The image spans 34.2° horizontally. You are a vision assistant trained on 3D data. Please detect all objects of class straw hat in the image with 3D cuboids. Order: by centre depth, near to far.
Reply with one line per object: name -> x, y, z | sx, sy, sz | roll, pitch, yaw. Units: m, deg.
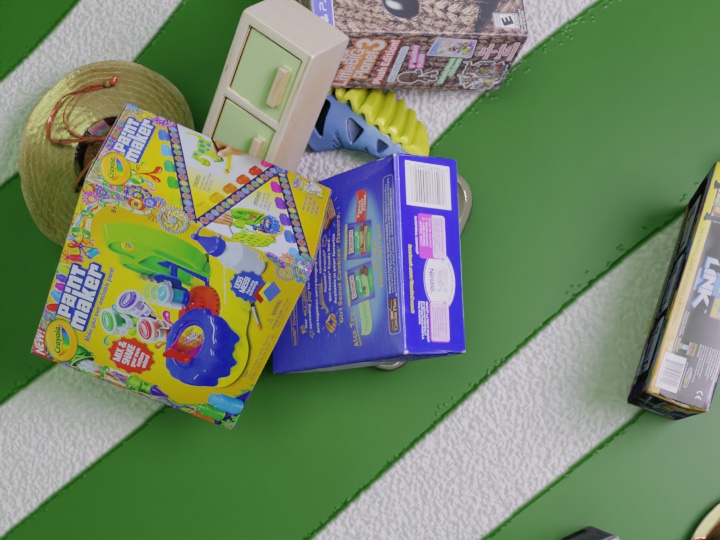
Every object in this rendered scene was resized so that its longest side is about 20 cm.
straw hat -> -0.232, -0.101, 1.150 | 0.199, 0.085, 0.203 | -5, 72, 16

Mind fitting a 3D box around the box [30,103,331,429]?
box -> -0.154, 0.000, 1.006 | 0.191, 0.122, 0.201 | 22, 127, -8

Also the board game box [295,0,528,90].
board game box -> 0.040, -0.263, 1.093 | 0.198, 0.097, 0.161 | -2, 69, -12

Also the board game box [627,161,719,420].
board game box -> 0.294, 0.025, 1.022 | 0.056, 0.165, 0.202 | 18, 84, 11

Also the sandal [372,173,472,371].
sandal -> 0.043, -0.004, 1.112 | 0.079, 0.057, 0.203 | 21, 89, 11

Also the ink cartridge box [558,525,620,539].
ink cartridge box -> 0.222, 0.303, 0.971 | 0.043, 0.200, 0.175 | -23, 78, 1

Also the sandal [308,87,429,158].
sandal -> -0.024, -0.151, 1.146 | 0.199, 0.079, 0.087 | 33, 118, 6

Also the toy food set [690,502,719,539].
toy food set -> 0.376, 0.285, 1.031 | 0.197, 0.049, 0.201 | 35, 88, 11

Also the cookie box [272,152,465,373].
cookie box -> 0.000, 0.000, 1.053 | 0.075, 0.199, 0.173 | 4, 79, -37

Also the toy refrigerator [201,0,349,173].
toy refrigerator -> -0.088, -0.131, 1.026 | 0.076, 0.070, 0.201 | 35, 127, 12
